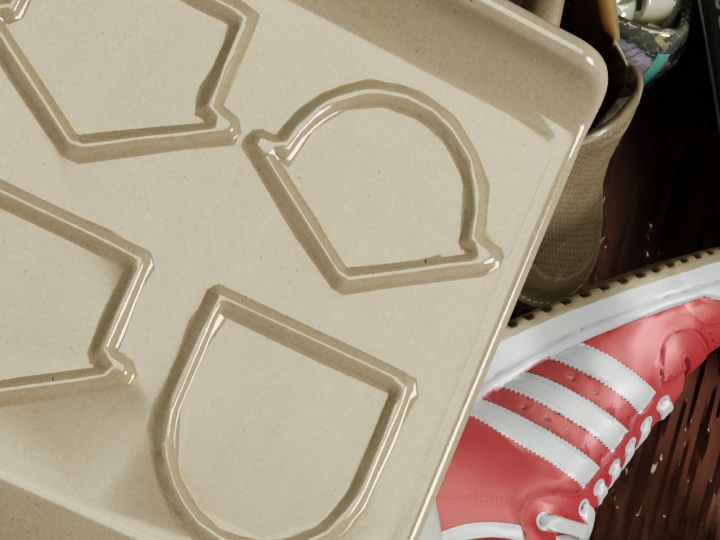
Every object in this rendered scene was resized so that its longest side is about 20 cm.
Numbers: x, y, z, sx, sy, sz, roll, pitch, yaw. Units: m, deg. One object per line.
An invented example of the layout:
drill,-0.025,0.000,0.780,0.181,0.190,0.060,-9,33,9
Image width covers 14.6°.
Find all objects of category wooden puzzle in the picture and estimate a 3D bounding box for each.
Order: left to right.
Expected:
wooden puzzle,-0.050,-0.006,0.769,0.185,0.046,0.201,26,86,-16

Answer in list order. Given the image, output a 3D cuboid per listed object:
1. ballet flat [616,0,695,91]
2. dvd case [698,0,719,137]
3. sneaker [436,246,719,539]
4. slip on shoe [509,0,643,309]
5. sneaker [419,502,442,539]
ballet flat,0.081,-0.162,1.027,0.072,0.072,0.201,-9,80,-37
dvd case,0.173,-0.047,1.048,0.150,0.025,0.201,15,63,-57
sneaker,0.069,0.070,0.927,0.199,0.071,0.113,-24,87,-22
slip on shoe,0.062,-0.054,0.918,0.076,0.060,0.200,-54,148,-31
sneaker,0.000,0.000,0.833,0.074,0.080,0.201,0,76,-75
